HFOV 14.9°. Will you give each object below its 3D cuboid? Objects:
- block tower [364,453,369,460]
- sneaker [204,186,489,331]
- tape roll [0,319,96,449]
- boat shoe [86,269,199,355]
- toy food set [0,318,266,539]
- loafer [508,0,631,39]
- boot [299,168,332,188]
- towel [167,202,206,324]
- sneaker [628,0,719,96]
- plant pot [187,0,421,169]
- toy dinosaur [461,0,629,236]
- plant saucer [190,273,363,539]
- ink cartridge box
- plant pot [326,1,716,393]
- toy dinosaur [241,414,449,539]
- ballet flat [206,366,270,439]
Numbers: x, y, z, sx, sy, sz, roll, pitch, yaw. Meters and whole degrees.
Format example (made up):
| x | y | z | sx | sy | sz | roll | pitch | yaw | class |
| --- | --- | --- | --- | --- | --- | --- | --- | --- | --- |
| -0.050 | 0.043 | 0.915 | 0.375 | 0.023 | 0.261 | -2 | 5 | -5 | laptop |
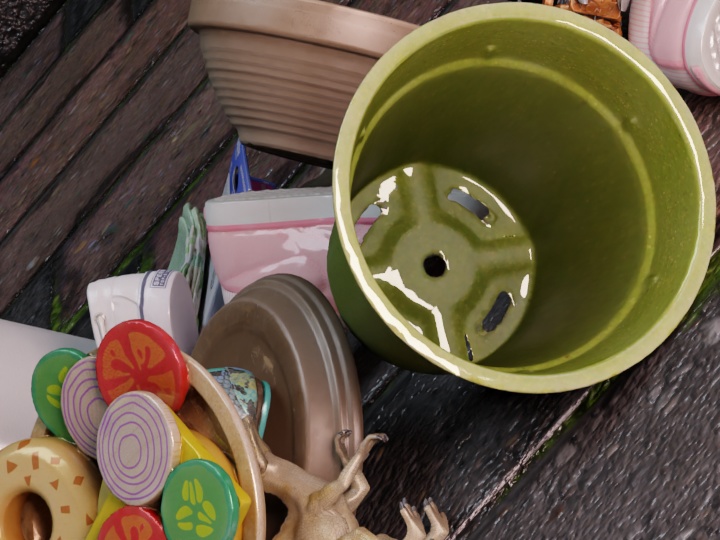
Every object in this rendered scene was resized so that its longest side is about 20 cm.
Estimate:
| x | y | z | sx | sy | sz | roll | pitch | yaw | class |
| --- | --- | --- | --- | --- | --- | --- | --- | --- | --- |
| -0.051 | 0.093 | 1.705 | 0.058 | 0.054 | 0.200 | -52 | 16 | 0 | block tower |
| 0.000 | 0.000 | 1.705 | 0.200 | 0.105 | 0.075 | -3 | 5 | 26 | sneaker |
| -0.225 | 0.136 | 1.800 | 0.203 | 0.139 | 0.203 | -166 | 90 | -81 | tape roll |
| -0.129 | 0.096 | 1.691 | 0.065 | 0.200 | 0.074 | -2 | 13 | 12 | boat shoe |
| -0.126 | 0.129 | 1.481 | 0.200 | 0.049 | 0.198 | 45 | 118 | 35 | toy food set |
| 0.140 | -0.193 | 1.761 | 0.071 | 0.073 | 0.200 | -54 | 16 | -1 | loafer |
| 0.001 | -0.057 | 1.847 | 0.097 | 0.075 | 0.200 | -58 | 16 | -12 | boot |
| -0.136 | 0.066 | 1.874 | 0.200 | 0.023 | 0.153 | -89 | 16 | -56 | towel |
| 0.215 | -0.185 | 1.543 | 0.200 | 0.075 | 0.105 | -60 | 23 | -13 | sneaker |
| -0.017 | -0.113 | 1.758 | 0.201 | 0.201 | 0.093 | -172 | 94 | -71 | plant pot |
| 0.101 | -0.095 | 1.578 | 0.200 | 0.102 | 0.136 | -56 | 24 | 10 | toy dinosaur |
| -0.058 | 0.101 | 1.568 | 0.200 | 0.029 | 0.200 | -10 | 79 | 59 | plant saucer |
| -0.091 | 0.017 | 1.868 | 0.119 | 0.042 | 0.200 | -99 | 24 | -68 | ink cartridge box |
| 0.062 | -0.018 | 1.462 | 0.200 | 0.200 | 0.190 | -57 | 4 | -18 | plant pot |
| -0.006 | 0.153 | 1.445 | 0.101 | 0.058 | 0.200 | -33 | 55 | 15 | toy dinosaur |
| -0.097 | 0.150 | 1.531 | 0.074 | 0.074 | 0.200 | -160 | 77 | -73 | ballet flat |
